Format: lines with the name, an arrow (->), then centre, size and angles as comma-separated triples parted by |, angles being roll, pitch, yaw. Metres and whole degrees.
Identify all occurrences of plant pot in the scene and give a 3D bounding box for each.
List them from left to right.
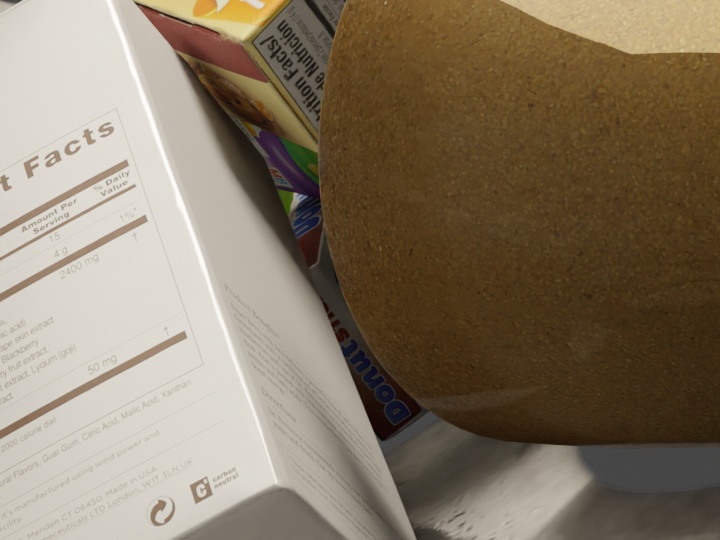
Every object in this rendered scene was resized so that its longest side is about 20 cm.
plant pot -> 0.124, -0.030, 0.595 | 0.186, 0.186, 0.200 | -40, 30, -30

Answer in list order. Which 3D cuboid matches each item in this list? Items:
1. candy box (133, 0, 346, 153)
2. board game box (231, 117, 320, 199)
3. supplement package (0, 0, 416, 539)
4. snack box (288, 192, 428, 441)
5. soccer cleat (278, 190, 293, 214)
candy box -> 0.010, -0.137, 0.742 | 0.200, 0.055, 0.115 | -48, 36, -13
board game box -> 0.030, -0.084, 0.805 | 0.200, 0.103, 0.105 | 16, 62, 50
supplement package -> -0.075, 0.035, 0.655 | 0.120, 0.121, 0.200 | -29, 52, 9
snack box -> 0.000, 0.000, 0.900 | 0.024, 0.072, 0.200 | -33, 14, 11
soccer cleat -> -0.042, -0.068, 1.079 | 0.081, 0.068, 0.200 | 179, 111, -77
